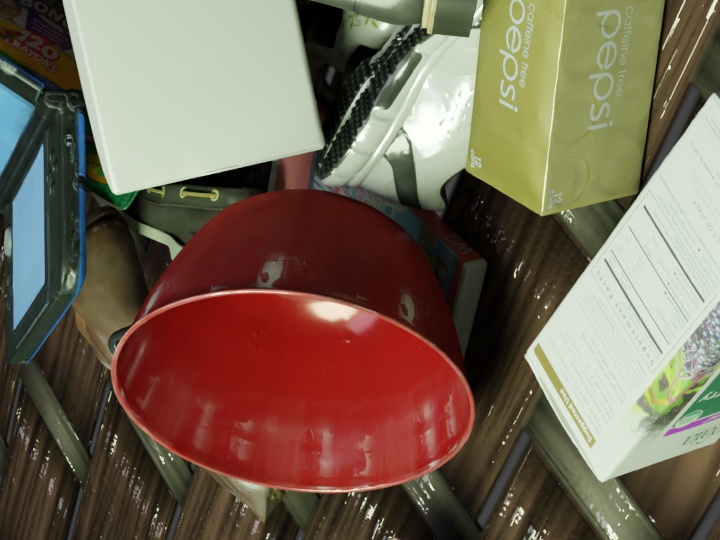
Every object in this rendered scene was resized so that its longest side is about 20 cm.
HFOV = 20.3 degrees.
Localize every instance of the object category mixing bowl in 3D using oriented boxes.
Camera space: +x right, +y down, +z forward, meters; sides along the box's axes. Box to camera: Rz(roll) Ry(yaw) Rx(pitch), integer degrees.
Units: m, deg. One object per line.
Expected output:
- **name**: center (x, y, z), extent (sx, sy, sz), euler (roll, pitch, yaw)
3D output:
- **mixing bowl**: center (-0.030, 0.026, 1.114), extent (0.200, 0.198, 0.109), euler (129, 155, -51)

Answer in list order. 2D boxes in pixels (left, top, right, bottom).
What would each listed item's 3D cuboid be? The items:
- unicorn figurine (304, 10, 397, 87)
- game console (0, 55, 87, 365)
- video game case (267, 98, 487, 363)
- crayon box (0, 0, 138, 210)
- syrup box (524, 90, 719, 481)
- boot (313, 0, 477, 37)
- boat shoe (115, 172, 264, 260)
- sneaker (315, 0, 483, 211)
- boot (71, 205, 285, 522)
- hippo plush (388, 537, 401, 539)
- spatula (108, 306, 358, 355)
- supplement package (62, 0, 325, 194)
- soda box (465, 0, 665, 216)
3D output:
- **unicorn figurine**: center (-0.009, -0.185, 1.133), extent (0.201, 0.074, 0.137), euler (57, 145, 3)
- **game console**: center (-0.239, -0.048, 1.215), extent (0.200, 0.117, 0.173), euler (138, 132, -65)
- **video game case**: center (0.000, 0.000, 1.219), extent (0.200, 0.017, 0.144), euler (45, 135, 40)
- **crayon box**: center (-0.208, -0.136, 1.303), extent (0.199, 0.119, 0.058), euler (31, 123, -6)
- **syrup box**: center (0.160, 0.006, 0.913), extent (0.082, 0.078, 0.201), euler (60, 144, 25)
- **boot**: center (-0.003, -0.217, 0.982), extent (0.078, 0.137, 0.202), euler (99, 177, -64)
- **boat shoe**: center (-0.107, -0.043, 1.320), extent (0.201, 0.071, 0.061), euler (30, 109, 62)
- **sneaker**: center (0.055, -0.113, 1.061), extent (0.200, 0.079, 0.074), euler (-52, 25, 35)
- **boot**: center (-0.114, 0.066, 1.303), extent (0.200, 0.064, 0.187), euler (47, 167, 18)
- **hippo plush**: center (0.019, 0.254, 1.134), extent (0.160, 0.199, 0.161), euler (-51, 47, 25)
- **spatula**: center (-0.073, 0.020, 1.221), extent (0.198, 0.021, 0.057), euler (-19, 100, 24)
- **supplement package**: center (-0.103, -0.156, 1.102), extent (0.120, 0.120, 0.202), euler (-142, 40, -77)
- **soda box**: center (0.102, -0.133, 0.966), extent (0.064, 0.067, 0.202), euler (33, 127, 47)
